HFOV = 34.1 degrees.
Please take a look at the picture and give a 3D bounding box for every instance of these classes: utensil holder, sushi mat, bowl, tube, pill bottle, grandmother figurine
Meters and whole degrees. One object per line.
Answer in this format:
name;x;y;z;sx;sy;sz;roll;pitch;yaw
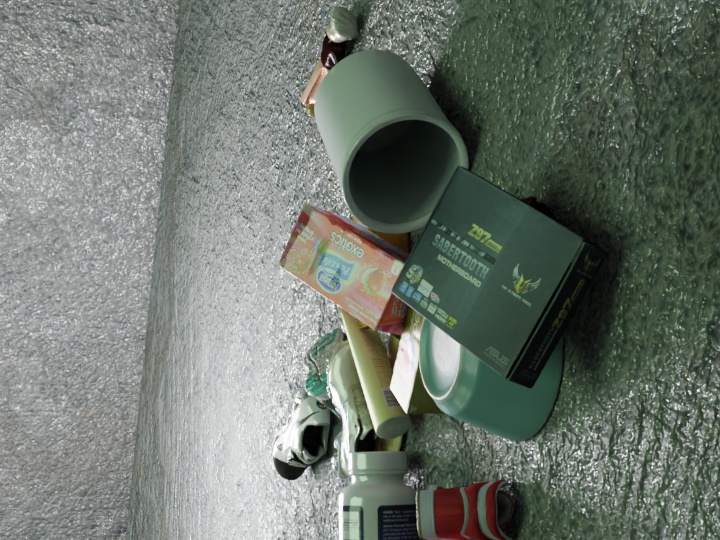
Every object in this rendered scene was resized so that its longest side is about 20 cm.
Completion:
utensil holder;0.032;-0.174;1.540;0.201;0.167;0.172;-114;34;-52
sushi mat;0.046;0.197;1.667;0.096;0.012;0.203;-132;49;-64
bowl;0.134;0.091;1.327;0.200;0.103;0.205;-178;90;-68
tube;0.021;0.140;1.643;0.059;0.051;0.202;87;168;-50
pill bottle;0.024;0.346;1.573;0.111;0.109;0.204;157;114;-67
grandmother figurine;-0.050;-0.343;1.928;0.201;0.060;0.122;112;143;-46

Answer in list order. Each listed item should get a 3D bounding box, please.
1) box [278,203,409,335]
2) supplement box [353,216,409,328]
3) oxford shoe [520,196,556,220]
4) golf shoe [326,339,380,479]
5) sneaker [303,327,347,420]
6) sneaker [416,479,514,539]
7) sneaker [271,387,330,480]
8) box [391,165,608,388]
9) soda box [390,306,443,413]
box;0.000;0.000;1.565;0.199;0.102;0.096;32;101;36
supplement box;0.030;-0.020;1.664;0.069;0.065;0.204;144;126;-64
oxford shoe;0.179;-0.050;1.300;0.073;0.070;0.200;-62;35;14
golf shoe;0.003;0.200;1.673;0.097;0.077;0.204;179;86;-65
sneaker;-0.037;0.163;1.807;0.077;0.092;0.201;-34;19;16
sneaker;0.129;0.286;1.391;0.200;0.110;0.073;48;-142;-77
sneaker;-0.096;0.292;1.944;0.089;0.073;0.202;-109;29;-47
box;0.138;0.003;1.219;0.199;0.051;0.159;37;101;43
soda box;0.094;0.078;1.488;0.068;0.063;0.203;-128;45;-58
